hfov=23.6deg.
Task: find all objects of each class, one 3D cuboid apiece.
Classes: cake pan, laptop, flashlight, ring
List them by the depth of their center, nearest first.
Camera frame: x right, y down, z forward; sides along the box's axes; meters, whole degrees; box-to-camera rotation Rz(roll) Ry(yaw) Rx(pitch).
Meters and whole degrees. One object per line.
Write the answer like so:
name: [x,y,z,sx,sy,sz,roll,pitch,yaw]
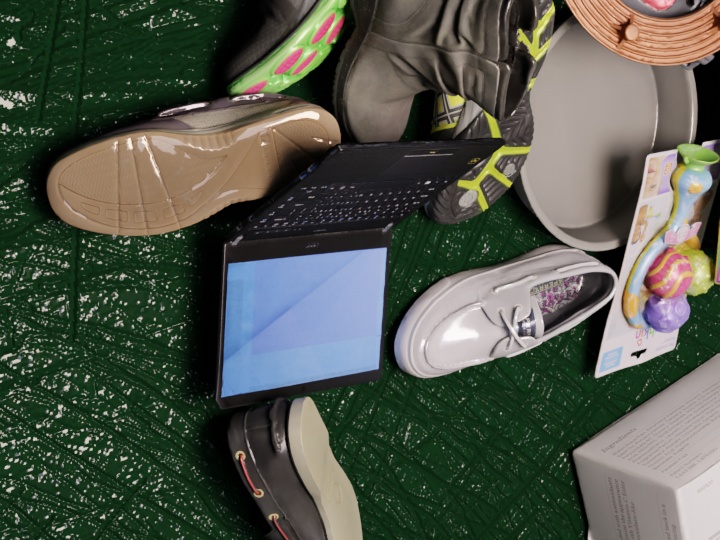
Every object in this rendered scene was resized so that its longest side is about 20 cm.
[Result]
laptop: [0.000,0.000,1.207,0.177,0.200,0.104,-7,68,-48]
ring: [0.232,-0.254,1.284,0.199,0.019,0.202,-3,99,-19]
flashlight: [0.203,-0.237,1.317,0.199,0.068,0.068,31,76,-17]
cake pan: [0.191,-0.118,1.386,0.199,0.037,0.202,-9,106,-35]

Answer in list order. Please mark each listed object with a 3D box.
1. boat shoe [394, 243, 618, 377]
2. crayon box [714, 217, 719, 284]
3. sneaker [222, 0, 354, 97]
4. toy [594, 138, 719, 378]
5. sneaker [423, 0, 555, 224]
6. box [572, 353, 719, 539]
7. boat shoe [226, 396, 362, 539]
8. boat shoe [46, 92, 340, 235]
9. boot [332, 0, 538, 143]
boat shoe: [0.118,0.036,1.346,0.199,0.068,0.073,-16,110,-34]
crayon box: [0.356,-0.097,1.460,0.172,0.058,0.202,-21,115,-62]
sneaker: [-0.040,-0.207,1.181,0.201,0.083,0.077,-59,167,4]
toy: [0.262,-0.005,1.424,0.115,0.047,0.202,-14,121,-42]
sneaker: [0.086,-0.131,1.289,0.075,0.076,0.201,-3,120,-39]
box: [0.310,0.210,1.490,0.199,0.130,0.200,-29,116,-29]
boat shoe: [-0.042,0.173,1.264,0.074,0.063,0.202,-82,158,-48]
boat shoe: [-0.114,-0.076,1.151,0.198,0.065,0.072,-16,115,-14]
boot: [0.052,-0.133,1.179,0.068,0.130,0.201,-41,154,-32]
